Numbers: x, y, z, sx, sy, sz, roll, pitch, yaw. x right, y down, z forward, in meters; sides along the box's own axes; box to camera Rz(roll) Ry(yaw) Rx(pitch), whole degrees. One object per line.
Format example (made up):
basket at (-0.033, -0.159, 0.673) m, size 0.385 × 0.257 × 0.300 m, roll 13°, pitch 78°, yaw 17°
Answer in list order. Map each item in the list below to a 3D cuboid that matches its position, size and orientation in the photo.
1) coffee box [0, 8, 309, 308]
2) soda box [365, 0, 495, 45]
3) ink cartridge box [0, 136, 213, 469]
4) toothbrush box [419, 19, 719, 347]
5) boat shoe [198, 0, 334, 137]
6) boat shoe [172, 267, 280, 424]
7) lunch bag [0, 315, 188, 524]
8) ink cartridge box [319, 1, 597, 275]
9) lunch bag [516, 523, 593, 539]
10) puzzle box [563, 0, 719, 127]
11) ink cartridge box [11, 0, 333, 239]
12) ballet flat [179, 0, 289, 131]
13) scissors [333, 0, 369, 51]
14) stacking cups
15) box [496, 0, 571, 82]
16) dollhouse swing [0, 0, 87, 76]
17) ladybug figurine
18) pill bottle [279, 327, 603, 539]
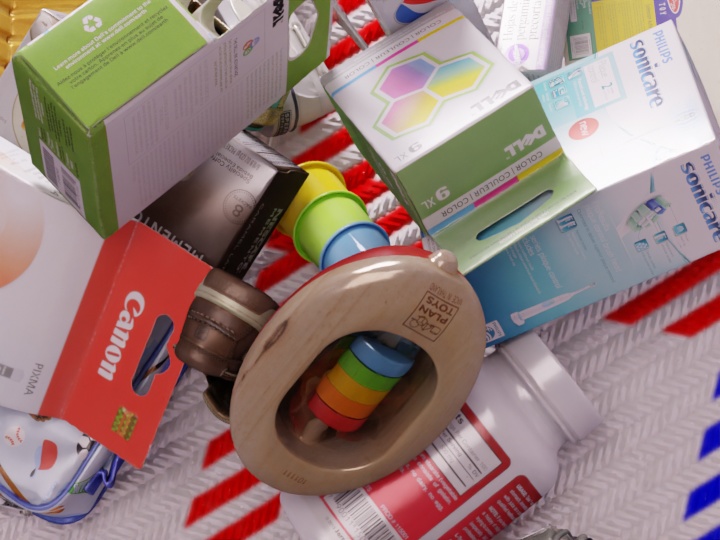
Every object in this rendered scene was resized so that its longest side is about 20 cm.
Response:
coffee box at (-0.152, -0.074, 1.667) m, size 0.200 × 0.080 × 0.115 m, roll 35°, pitch 98°, yaw 11°
soda box at (0.033, -0.195, 1.665) m, size 0.063 × 0.200 × 0.068 m, roll -33°, pitch 68°, yaw 3°
ink cartridge box at (-0.209, 0.024, 1.630) m, size 0.199 × 0.050 × 0.163 m, roll 32°, pitch 114°, yaw 18°
toothbrush box at (0.139, -0.056, 1.600) m, size 0.199 × 0.086 × 0.147 m, roll -22°, pitch 36°, yaw 11°
boat shoe at (-0.077, -0.187, 1.766) m, size 0.065 × 0.072 × 0.201 m, roll -18°, pitch 61°, yaw -22°
boat shoe at (-0.077, 0.063, 1.614) m, size 0.074 × 0.202 × 0.075 m, roll 25°, pitch 79°, yaw 23°
lunch bag at (-0.209, 0.073, 1.716) m, size 0.160 × 0.076 × 0.201 m, roll 30°, pitch 83°, yaw 17°
ink cartridge box at (0.059, -0.088, 1.571) m, size 0.103 × 0.059 × 0.200 m, roll -31°, pitch 35°, yaw -3°
lunch bag at (0.068, 0.261, 1.528) m, size 0.199 × 0.139 × 0.169 m, roll -18°, pitch 101°, yaw 10°
puzzle box at (0.208, -0.133, 1.696) m, size 0.132 × 0.025 × 0.201 m, roll -9°, pitch 72°, yaw 13°
ink cartridge box at (-0.112, -0.132, 1.551) m, size 0.200 × 0.148 × 0.076 m, roll -40°, pitch 73°, yaw -18°
ballet flat at (-0.117, -0.174, 1.706) m, size 0.071 × 0.071 × 0.200 m, roll -47°, pitch 62°, yaw -3°
scissors at (-0.025, -0.194, 1.750) m, size 0.014 × 0.073 × 0.200 m, roll -34°, pitch 68°, yaw -17°
stacking cups at (0.000, 0.000, 1.643) m, size 0.060 × 0.061 × 0.200 m, roll -38°, pitch 39°, yaw 1°
box at (0.126, -0.210, 1.702) m, size 0.038 × 0.041 × 0.201 m, roll 0°, pitch 62°, yaw 19°
dollhouse swing at (-0.244, -0.213, 1.756) m, size 0.181 × 0.176 × 0.201 m, roll -2°, pitch 72°, yaw 14°
ladybug figurine at (-0.002, 0.054, 1.523) m, size 0.200 × 0.135 × 0.072 m, roll -47°, pitch 27°, yaw 27°
pill bottle at (0.055, 0.127, 1.610) m, size 0.200 × 0.112 × 0.112 m, roll -39°, pitch 68°, yaw 1°
